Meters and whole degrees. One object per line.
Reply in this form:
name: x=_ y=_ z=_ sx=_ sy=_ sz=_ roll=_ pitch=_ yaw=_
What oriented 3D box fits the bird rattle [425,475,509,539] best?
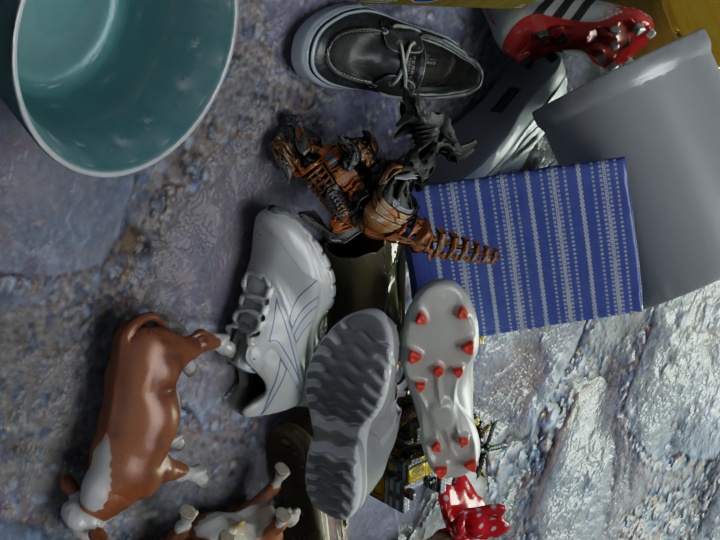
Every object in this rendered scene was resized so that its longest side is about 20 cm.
bird rattle: x=0.065 y=0.303 z=1.925 sx=0.200 sy=0.112 sz=0.164 roll=-46 pitch=151 yaw=-41

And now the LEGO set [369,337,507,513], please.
LEGO set: x=0.063 y=0.133 z=1.788 sx=0.199 sy=0.116 sz=0.155 roll=-12 pitch=117 yaw=-45

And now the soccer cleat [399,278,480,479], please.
soccer cleat: x=0.068 y=0.088 z=1.673 sx=0.069 sy=0.078 sz=0.201 roll=-7 pitch=120 yaw=-2

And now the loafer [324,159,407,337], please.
loafer: x=0.000 y=0.000 z=1.691 sx=0.067 sy=0.076 sz=0.201 roll=5 pitch=95 yaw=-49

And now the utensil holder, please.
utensil holder: x=0.267 y=-0.086 z=1.710 sx=0.170 sy=0.170 sz=0.201 roll=-25 pitch=91 yaw=-39

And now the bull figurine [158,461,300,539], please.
bull figurine: x=-0.131 y=0.239 z=1.652 sx=0.200 sy=0.065 sz=0.122 roll=-26 pitch=160 yaw=-47

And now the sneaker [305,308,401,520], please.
sneaker: x=-0.002 y=0.113 z=1.665 sx=0.082 sy=0.074 sz=0.201 roll=-35 pitch=145 yaw=-50

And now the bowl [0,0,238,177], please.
bowl: x=-0.192 y=-0.177 z=1.354 sx=0.200 sy=0.105 sz=0.202 roll=-25 pitch=127 yaw=-39

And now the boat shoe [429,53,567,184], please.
boat shoe: x=0.129 y=-0.117 z=1.772 sx=0.200 sy=0.073 sz=0.066 roll=-44 pitch=132 yaw=-23

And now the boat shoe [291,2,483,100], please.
boat shoe: x=0.029 y=-0.182 z=1.628 sx=0.199 sy=0.071 sz=0.072 roll=-5 pitch=112 yaw=-47

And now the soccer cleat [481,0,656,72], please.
soccer cleat: x=0.192 y=-0.229 z=1.775 sx=0.199 sy=0.085 sz=0.069 roll=-7 pitch=143 yaw=-41

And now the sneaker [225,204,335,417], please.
sneaker: x=-0.072 y=0.041 z=1.629 sx=0.087 sy=0.074 sz=0.201 roll=-23 pitch=124 yaw=-34

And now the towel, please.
towel: x=0.137 y=-0.017 z=1.662 sx=0.024 sy=0.199 sz=0.146 roll=-80 pitch=161 yaw=-67

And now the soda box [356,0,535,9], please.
soda box: x=0.082 y=-0.262 z=1.620 sx=0.199 sy=0.068 sz=0.064 roll=-6 pitch=75 yaw=-42

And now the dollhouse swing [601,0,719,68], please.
dollhouse swing: x=0.300 y=-0.208 z=1.950 sx=0.199 sy=0.175 sz=0.183 roll=-5 pitch=71 yaw=-47

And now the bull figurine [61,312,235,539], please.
bull figurine: x=-0.173 y=0.129 z=1.553 sx=0.121 sy=0.065 sz=0.201 roll=-6 pitch=117 yaw=-51

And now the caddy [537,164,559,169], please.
caddy: x=0.190 y=-0.038 z=1.828 sx=0.200 sy=0.141 sz=0.105 roll=-27 pitch=131 yaw=-39

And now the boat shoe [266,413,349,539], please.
boat shoe: x=-0.034 y=0.218 z=1.759 sx=0.067 sy=0.072 sz=0.201 roll=-27 pitch=125 yaw=-35

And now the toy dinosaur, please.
toy dinosaur: x=0.025 y=-0.071 z=1.605 sx=0.200 sy=0.102 sz=0.136 roll=35 pitch=86 yaw=-21
